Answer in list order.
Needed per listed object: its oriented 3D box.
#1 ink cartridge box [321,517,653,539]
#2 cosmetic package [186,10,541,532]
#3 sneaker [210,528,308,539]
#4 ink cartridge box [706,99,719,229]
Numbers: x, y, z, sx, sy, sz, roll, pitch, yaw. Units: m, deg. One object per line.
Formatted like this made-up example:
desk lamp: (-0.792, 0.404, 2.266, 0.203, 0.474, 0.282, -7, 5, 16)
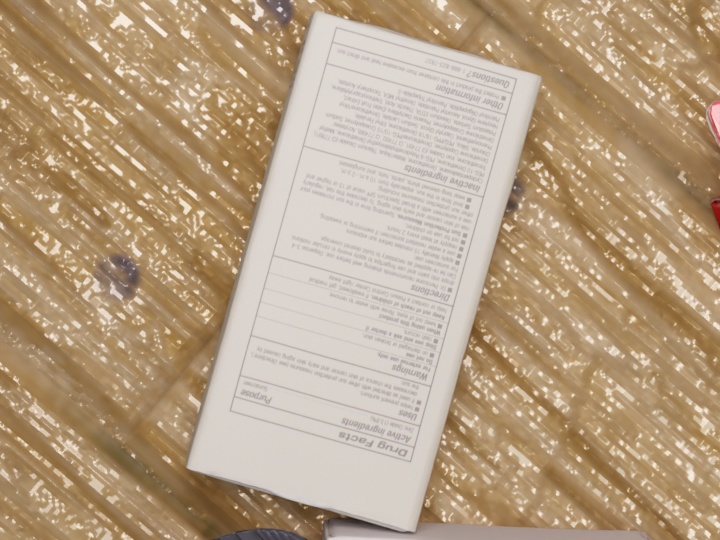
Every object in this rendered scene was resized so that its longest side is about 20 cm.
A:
ink cartridge box: (0.051, 0.211, 1.218, 0.144, 0.084, 0.201, 3, 91, -2)
cosmetic package: (0.000, 0.000, 1.217, 0.105, 0.071, 0.201, 17, 91, -3)
sneaker: (-0.085, 0.176, 1.202, 0.200, 0.082, 0.070, -37, 71, 13)
ink cartridge box: (0.228, 0.004, 1.228, 0.116, 0.067, 0.201, -21, 92, -2)
